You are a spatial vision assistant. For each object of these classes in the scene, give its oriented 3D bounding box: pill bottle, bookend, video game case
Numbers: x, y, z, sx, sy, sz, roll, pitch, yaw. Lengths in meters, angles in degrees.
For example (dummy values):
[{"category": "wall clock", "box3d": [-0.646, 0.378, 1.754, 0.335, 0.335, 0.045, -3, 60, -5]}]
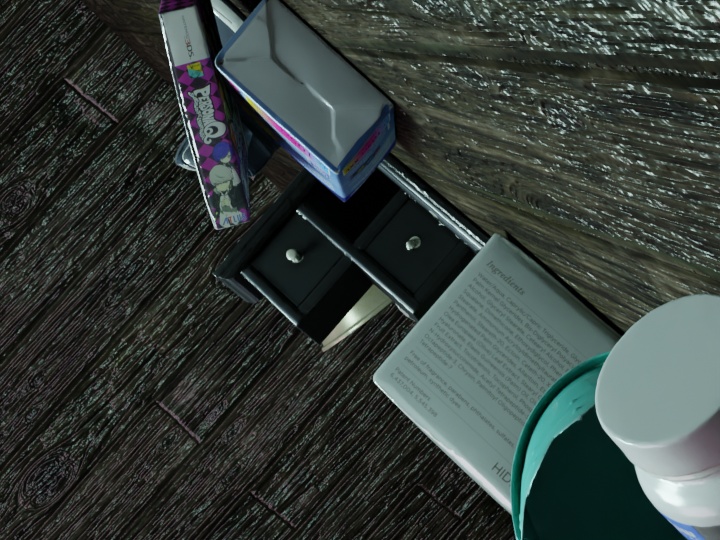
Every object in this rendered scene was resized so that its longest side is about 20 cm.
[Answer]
[{"category": "pill bottle", "box3d": [0.219, 0.109, 0.789, 0.200, 0.114, 0.114, 44, 177, -29]}, {"category": "bookend", "box3d": [0.000, 0.000, 1.403, 0.198, 0.200, 0.092, 42, 178, 24]}, {"category": "video game case", "box3d": [-0.130, -0.153, 1.237, 0.200, 0.035, 0.183, -103, 0, -69]}]

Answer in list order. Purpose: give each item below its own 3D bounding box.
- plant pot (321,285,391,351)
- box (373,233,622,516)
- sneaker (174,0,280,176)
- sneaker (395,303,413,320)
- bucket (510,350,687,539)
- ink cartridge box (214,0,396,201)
[{"category": "plant pot", "box3d": [-0.038, 0.007, 2.530, 0.184, 0.200, 0.200, 54, 177, -1]}, {"category": "box", "box3d": [0.145, 0.110, 1.289, 0.200, 0.172, 0.199, 42, 178, 16]}, {"category": "sneaker", "box3d": [-0.152, -0.179, 1.406, 0.202, 0.146, 0.077, 44, 179, -8]}, {"category": "sneaker", "box3d": [0.084, 0.035, 2.205, 0.200, 0.066, 0.090, 47, 177, -37]}, {"category": "bucket", "box3d": [0.198, 0.155, 0.983, 0.207, 0.207, 0.135, 42, -175, -5]}, {"category": "ink cartridge box", "box3d": [-0.041, -0.135, 1.220, 0.136, 0.076, 0.200, 42, 179, 5]}]
